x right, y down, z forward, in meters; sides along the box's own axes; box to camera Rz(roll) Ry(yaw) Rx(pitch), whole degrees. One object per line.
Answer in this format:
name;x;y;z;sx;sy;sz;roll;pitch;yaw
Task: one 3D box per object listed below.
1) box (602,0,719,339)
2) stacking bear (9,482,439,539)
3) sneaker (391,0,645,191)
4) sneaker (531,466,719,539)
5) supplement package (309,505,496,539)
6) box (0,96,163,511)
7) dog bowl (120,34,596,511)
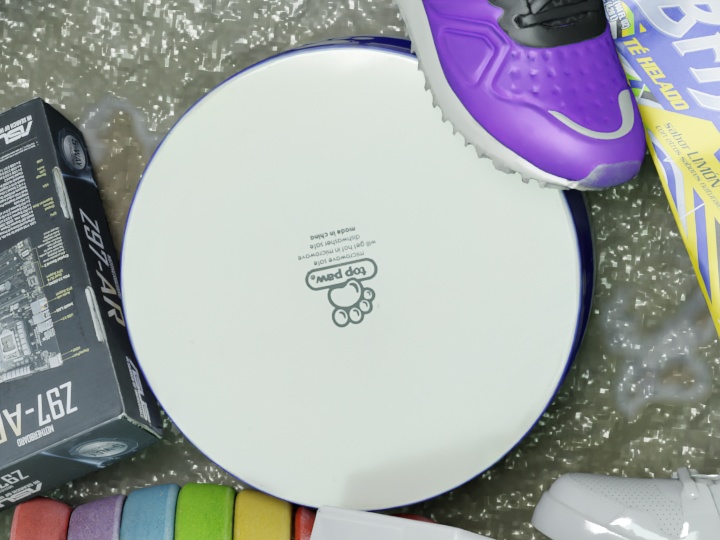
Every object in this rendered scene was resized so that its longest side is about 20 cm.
box;0.155;-0.047;0.979;0.064;0.070;0.201;-22;79;12
stacking bear;-0.048;0.149;1.047;0.199;0.121;0.114;-3;105;0
sneaker;0.060;-0.126;0.950;0.200;0.069;0.100;61;145;27
sneaker;0.181;0.089;1.019;0.199;0.074;0.116;15;98;-3
supplement package;0.078;0.178;0.946;0.200;0.120;0.122;19;80;-25
box;-0.199;0.036;1.049;0.200;0.044;0.161;-24;65;11
dog bowl;0.000;0.000;1.027;0.199;0.079;0.201;1;97;9
